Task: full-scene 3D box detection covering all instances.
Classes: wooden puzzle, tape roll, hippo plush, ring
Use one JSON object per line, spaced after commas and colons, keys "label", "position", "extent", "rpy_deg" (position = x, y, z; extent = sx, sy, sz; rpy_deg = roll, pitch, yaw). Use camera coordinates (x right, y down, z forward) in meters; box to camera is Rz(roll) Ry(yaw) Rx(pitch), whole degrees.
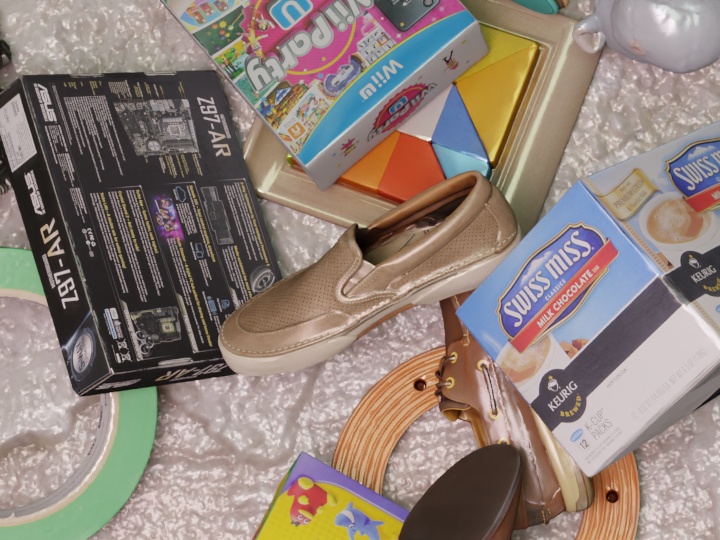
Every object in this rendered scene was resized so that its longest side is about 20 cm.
{"label": "wooden puzzle", "position": [0.039, -0.109, 1.468], "extent": [0.199, 0.037, 0.186], "rpy_deg": [21, 80, 8]}
{"label": "tape roll", "position": [-0.230, 0.085, 1.405], "extent": [0.200, 0.048, 0.201], "rpy_deg": [0, 92, -16]}
{"label": "hippo plush", "position": [0.178, -0.212, 1.416], "extent": [0.159, 0.200, 0.161], "rpy_deg": [8, 106, -20]}
{"label": "ring", "position": [0.079, 0.145, 1.422], "extent": [0.200, 0.019, 0.201], "rpy_deg": [-1, 79, 4]}

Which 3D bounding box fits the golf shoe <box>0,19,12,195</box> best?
{"label": "golf shoe", "position": [-0.272, -0.109, 1.451], "extent": [0.088, 0.077, 0.200], "rpy_deg": [-26, 44, 8]}

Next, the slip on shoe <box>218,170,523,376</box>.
{"label": "slip on shoe", "position": [0.000, 0.000, 1.354], "extent": [0.199, 0.061, 0.076], "rpy_deg": [-20, 38, 10]}

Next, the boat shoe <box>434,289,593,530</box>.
{"label": "boat shoe", "position": [0.078, 0.068, 1.392], "extent": [0.067, 0.072, 0.201], "rpy_deg": [-23, 79, -3]}

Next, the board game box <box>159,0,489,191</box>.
{"label": "board game box", "position": [-0.035, -0.176, 1.450], "extent": [0.147, 0.064, 0.200], "rpy_deg": [-40, 73, -2]}

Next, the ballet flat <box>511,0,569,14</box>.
{"label": "ballet flat", "position": [0.066, -0.231, 1.412], "extent": [0.200, 0.069, 0.063], "rpy_deg": [26, 82, -33]}

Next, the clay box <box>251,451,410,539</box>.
{"label": "clay box", "position": [-0.028, 0.214, 1.319], "extent": [0.115, 0.048, 0.200], "rpy_deg": [29, 45, -2]}

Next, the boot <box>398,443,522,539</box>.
{"label": "boot", "position": [0.089, 0.232, 1.345], "extent": [0.064, 0.200, 0.187], "rpy_deg": [2, 52, 42]}

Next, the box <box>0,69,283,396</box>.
{"label": "box", "position": [-0.135, -0.028, 1.411], "extent": [0.160, 0.043, 0.201], "rpy_deg": [-7, 73, -44]}

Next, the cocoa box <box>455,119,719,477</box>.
{"label": "cocoa box", "position": [0.182, 0.011, 1.334], "extent": [0.131, 0.200, 0.133], "rpy_deg": [51, 127, 13]}
